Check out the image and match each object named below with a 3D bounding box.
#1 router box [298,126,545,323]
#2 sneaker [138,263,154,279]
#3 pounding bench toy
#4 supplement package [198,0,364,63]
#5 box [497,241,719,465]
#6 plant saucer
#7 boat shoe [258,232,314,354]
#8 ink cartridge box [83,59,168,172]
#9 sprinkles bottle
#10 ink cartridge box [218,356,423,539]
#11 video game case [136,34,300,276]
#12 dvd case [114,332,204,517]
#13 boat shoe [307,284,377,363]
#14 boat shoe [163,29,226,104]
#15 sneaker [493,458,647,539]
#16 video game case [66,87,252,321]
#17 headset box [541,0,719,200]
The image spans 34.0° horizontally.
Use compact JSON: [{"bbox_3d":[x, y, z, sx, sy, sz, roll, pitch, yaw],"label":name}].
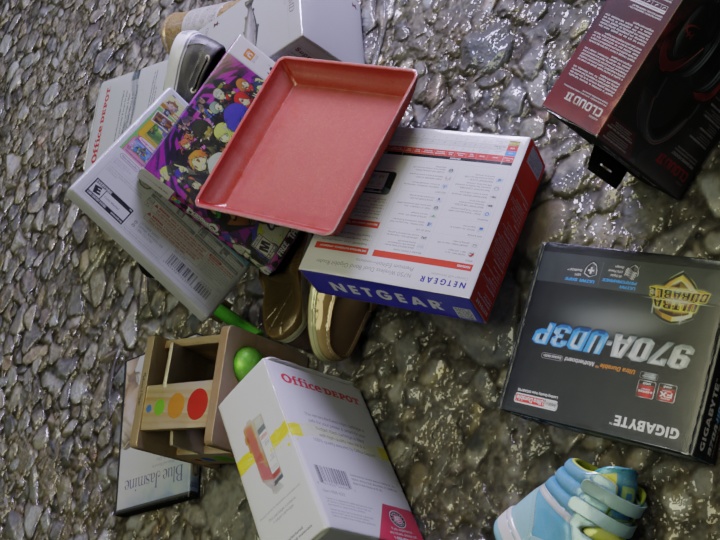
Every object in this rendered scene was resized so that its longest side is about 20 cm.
[{"bbox_3d":[0.059,-0.053,1.160,0.198,0.049,0.181,10,65,33],"label":"router box"},{"bbox_3d":[-0.228,-0.062,1.476,0.199,0.087,0.077,-33,52,30],"label":"sneaker"},{"bbox_3d":[-0.143,0.106,1.294,0.155,0.123,0.203,-10,66,41],"label":"pounding bench toy"},{"bbox_3d":[-0.104,-0.256,1.418,0.198,0.117,0.119,-26,54,34],"label":"supplement package"},{"bbox_3d":[0.225,0.065,1.008,0.198,0.046,0.161,9,79,45],"label":"box"},{"bbox_3d":[-0.051,-0.126,1.217,0.198,0.037,0.201,13,67,39],"label":"plant saucer"},{"bbox_3d":[-0.070,0.015,1.305,0.073,0.065,0.202,-29,35,24],"label":"boat shoe"},{"bbox_3d":[-0.273,-0.193,1.581,0.198,0.083,0.149,-6,68,42],"label":"ink cartridge box"},{"bbox_3d":[-0.182,-0.320,1.558,0.198,0.068,0.069,2,74,45],"label":"sprinkles bottle"},{"bbox_3d":[-0.040,0.198,1.139,0.083,0.144,0.201,-44,47,23],"label":"ink cartridge box"},{"bbox_3d":[-0.118,-0.128,1.296,0.201,0.180,0.036,-57,12,-22],"label":"video game case"},{"bbox_3d":[-0.246,0.189,1.436,0.141,0.017,0.203,-21,59,36],"label":"dvd case"},{"bbox_3d":[0.000,0.000,1.236,0.066,0.074,0.203,5,76,40],"label":"boat shoe"},{"bbox_3d":[-0.191,-0.174,1.367,0.065,0.070,0.203,19,108,23],"label":"boat shoe"},{"bbox_3d":[0.197,0.234,0.940,0.131,0.079,0.201,-51,46,17],"label":"sneaker"},{"bbox_3d":[-0.191,-0.075,1.289,0.183,0.200,0.022,-53,11,-34],"label":"video game case"},{"bbox_3d":[0.257,-0.166,1.004,0.075,0.148,0.202,39,100,46],"label":"headset box"}]
